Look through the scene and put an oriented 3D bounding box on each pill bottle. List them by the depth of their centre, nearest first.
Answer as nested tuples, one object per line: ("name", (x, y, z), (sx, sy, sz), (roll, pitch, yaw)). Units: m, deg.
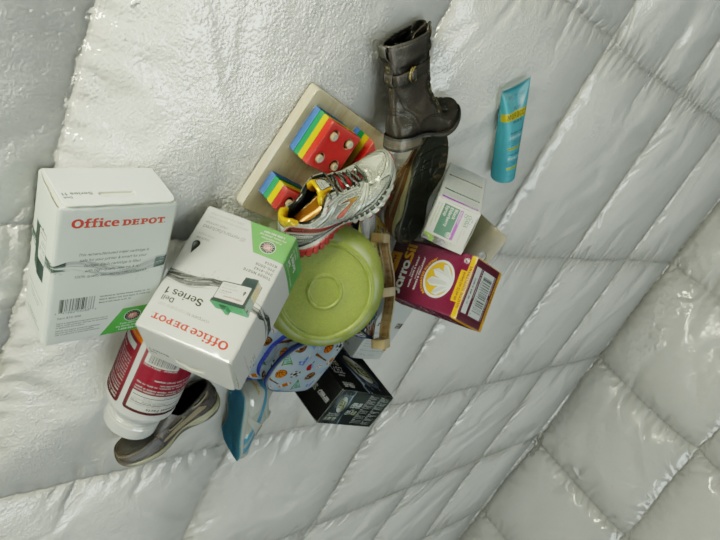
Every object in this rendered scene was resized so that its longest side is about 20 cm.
("pill bottle", (-0.312, 0.149, 0.966), (0.111, 0.113, 0.203), (3, 126, -48))

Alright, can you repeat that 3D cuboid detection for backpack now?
("backpack", (-0.134, 0.115, 1.105), (0.187, 0.155, 0.202), (10, 123, -40))

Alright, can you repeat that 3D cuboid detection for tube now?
("tube", (0.286, -0.267, 1.246), (0.077, 0.050, 0.203), (-34, 141, -29))

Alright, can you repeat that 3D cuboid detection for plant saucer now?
("plant saucer", (-0.056, 0.028, 0.982), (0.194, 0.031, 0.206), (-4, 109, -10))

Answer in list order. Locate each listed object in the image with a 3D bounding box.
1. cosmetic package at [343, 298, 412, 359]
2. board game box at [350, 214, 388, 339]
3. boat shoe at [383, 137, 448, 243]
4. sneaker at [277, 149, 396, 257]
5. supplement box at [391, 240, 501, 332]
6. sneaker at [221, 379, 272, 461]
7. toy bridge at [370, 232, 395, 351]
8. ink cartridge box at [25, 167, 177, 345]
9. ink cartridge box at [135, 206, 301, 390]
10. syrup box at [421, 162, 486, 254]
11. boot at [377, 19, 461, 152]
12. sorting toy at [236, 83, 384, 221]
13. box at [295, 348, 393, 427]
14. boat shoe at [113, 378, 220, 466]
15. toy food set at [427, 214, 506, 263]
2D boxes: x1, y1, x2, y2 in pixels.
("cosmetic package", (0.045, 0.082, 1.327), (0.100, 0.074, 0.202), (10, 120, -51))
("board game box", (0.000, 0.000, 1.114), (0.135, 0.034, 0.205), (43, 53, -58))
("boat shoe", (0.086, -0.151, 1.119), (0.074, 0.074, 0.204), (6, 112, -40))
("sneaker", (-0.031, -0.103, 0.907), (0.199, 0.078, 0.083), (-40, 146, -8))
("supplement box", (0.137, 0.021, 1.156), (0.085, 0.198, 0.113), (27, 84, -42))
("sneaker", (-0.219, 0.295, 1.266), (0.079, 0.077, 0.203), (-16, 140, -39))
("toy bridge", (0.041, 0.038, 1.130), (0.067, 0.027, 0.206), (-5, 94, -66))
("ink cartridge box", (-0.321, -0.021, 0.797), (0.144, 0.083, 0.203), (-8, 133, -42))
("ink cartridge box", (-0.184, 0.034, 0.870), (0.085, 0.143, 0.203), (92, 19, -58))
("syrup box", (0.169, -0.115, 1.148), (0.201, 0.080, 0.080), (-60, 173, -61))
("boot", (0.097, -0.289, 0.985), (0.199, 0.068, 0.178), (-37, 137, -40))
("sorting toy", (-0.053, -0.141, 0.977), (0.202, 0.070, 0.197), (-53, 147, 12))
("box", (-0.051, 0.217, 1.284), (0.087, 0.164, 0.199), (-49, 146, 11))
("boat shoe", (-0.333, 0.248, 1.102), (0.198, 0.074, 0.075), (-35, 138, -31))
("toy food set", (0.201, -0.047, 1.269), (0.060, 0.201, 0.144), (33, 103, -23))
